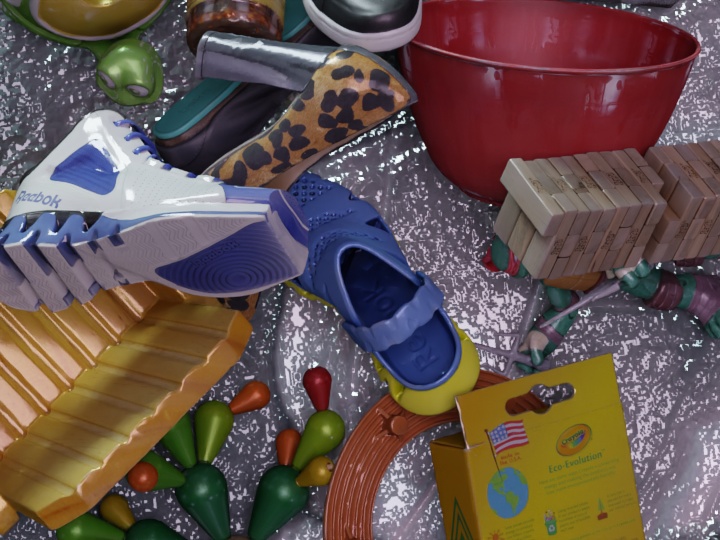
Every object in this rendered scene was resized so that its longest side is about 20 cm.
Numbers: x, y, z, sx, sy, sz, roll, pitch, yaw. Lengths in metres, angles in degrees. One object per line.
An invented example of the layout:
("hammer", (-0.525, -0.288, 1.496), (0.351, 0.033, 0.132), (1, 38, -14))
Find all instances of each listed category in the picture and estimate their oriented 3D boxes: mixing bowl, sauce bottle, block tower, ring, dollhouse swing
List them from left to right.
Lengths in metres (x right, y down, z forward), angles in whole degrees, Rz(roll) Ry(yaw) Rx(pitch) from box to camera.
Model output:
("dollhouse swing", (-0.193, 0.041, 1.307), (0.182, 0.176, 0.200), (46, 75, -3))
("sauce bottle", (-0.077, -0.229, 1.386), (0.066, 0.066, 0.201), (5, 62, -8))
("ring", (0.067, 0.164, 1.396), (0.200, 0.019, 0.201), (0, 90, -27))
("mixing bowl", (0.114, -0.104, 1.383), (0.199, 0.200, 0.109), (2, 110, -8))
("block tower", (0.174, -0.039, 1.321), (0.199, 0.058, 0.054), (-6, 43, -34))

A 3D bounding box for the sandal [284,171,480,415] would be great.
("sandal", (0.000, 0.000, 1.371), (0.079, 0.087, 0.200), (-42, 63, -7))

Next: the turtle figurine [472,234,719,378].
("turtle figurine", (0.158, 0.002, 1.403), (0.199, 0.150, 0.101), (0, 69, -16))

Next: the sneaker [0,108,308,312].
("sneaker", (-0.130, -0.047, 1.278), (0.199, 0.081, 0.115), (-5, 53, 17))

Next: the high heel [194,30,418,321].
("high heel", (-0.034, -0.045, 1.327), (0.142, 0.071, 0.201), (11, 117, 22))

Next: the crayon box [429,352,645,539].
("crayon box", (0.119, 0.162, 1.385), (0.127, 0.051, 0.201), (-13, 97, -28))

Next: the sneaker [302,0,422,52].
("sneaker", (-0.012, -0.234, 1.344), (0.073, 0.112, 0.200), (-12, 44, -5))

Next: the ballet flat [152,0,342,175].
("ballet flat", (-0.052, -0.130, 1.411), (0.073, 0.073, 0.200), (44, 76, -4))

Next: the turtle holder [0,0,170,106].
("turtle holder", (-0.179, -0.204, 1.359), (0.140, 0.132, 0.186), (12, 85, -8))

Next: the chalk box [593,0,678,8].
("chalk box", (0.129, -0.254, 1.407), (0.199, 0.124, 0.124), (4, 81, -9))

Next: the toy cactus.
("toy cactus", (-0.088, 0.160, 1.378), (0.199, 0.102, 0.166), (-24, 100, -17))
